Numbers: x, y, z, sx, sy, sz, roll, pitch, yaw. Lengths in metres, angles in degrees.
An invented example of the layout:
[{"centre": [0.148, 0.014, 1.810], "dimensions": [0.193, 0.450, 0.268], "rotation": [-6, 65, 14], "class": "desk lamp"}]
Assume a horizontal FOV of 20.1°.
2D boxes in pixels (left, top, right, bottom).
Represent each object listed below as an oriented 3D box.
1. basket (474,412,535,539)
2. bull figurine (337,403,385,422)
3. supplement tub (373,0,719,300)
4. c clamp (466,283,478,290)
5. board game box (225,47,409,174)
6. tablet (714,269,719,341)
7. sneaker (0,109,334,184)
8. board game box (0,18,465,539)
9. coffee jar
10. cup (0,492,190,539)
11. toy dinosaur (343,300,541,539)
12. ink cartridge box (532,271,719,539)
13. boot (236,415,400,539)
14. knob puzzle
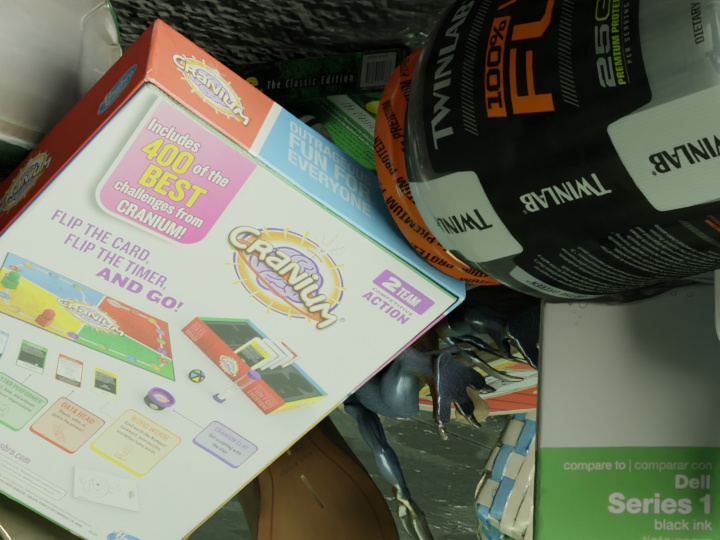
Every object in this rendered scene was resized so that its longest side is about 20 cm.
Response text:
[{"centre": [0.178, 0.167, 1.357], "dimensions": [0.199, 0.140, 0.176], "rotation": [15, 163, 9], "class": "basket"}, {"centre": [-0.045, 0.059, 1.191], "dimensions": [0.121, 0.065, 0.200], "rotation": [31, 162, 14], "class": "bull figurine"}, {"centre": [0.099, -0.058, 0.689], "dimensions": [0.122, 0.123, 0.200], "rotation": [18, 159, -32], "class": "supplement tub"}, {"centre": [0.000, 0.000, 0.946], "dimensions": [0.199, 0.027, 0.171], "rotation": [-20, 158, 30], "class": "c clamp"}, {"centre": [0.015, -0.049, 0.929], "dimensions": [0.104, 0.024, 0.200], "rotation": [0, 162, 26], "class": "board game box"}, {"centre": [0.203, -0.004, 0.807], "dimensions": [0.199, 0.131, 0.014], "rotation": [23, 151, -40], "class": "tablet"}, {"centre": [-0.110, -0.023, 0.851], "dimensions": [0.200, 0.080, 0.078], "rotation": [-34, 178, 6], "class": "sneaker"}, {"centre": [-0.081, 0.019, 0.784], "dimensions": [0.153, 0.040, 0.200], "rotation": [35, 121, -25], "class": "board game box"}, {"centre": [-0.197, -0.075, 0.826], "dimensions": [0.199, 0.086, 0.104], "rotation": [-8, 163, 41], "class": "coffee jar"}, {"centre": [-0.154, 0.096, 0.981], "dimensions": [0.200, 0.143, 0.201], "rotation": [33, 143, 29], "class": "cup"}, {"centre": [0.019, 0.030, 0.956], "dimensions": [0.181, 0.105, 0.200], "rotation": [7, 137, 57], "class": "toy dinosaur"}, {"centre": [0.128, 0.038, 0.863], "dimensions": [0.084, 0.201, 0.146], "rotation": [-1, 162, 17], "class": "ink cartridge box"}, {"centre": [-0.035, 0.105, 1.050], "dimensions": [0.070, 0.201, 0.146], "rotation": [-24, -175, -4], "class": "boot"}, {"centre": [0.131, 0.063, 1.143], "dimensions": [0.218, 0.031, 0.220], "rotation": [-10, 165, -3], "class": "knob puzzle"}]
